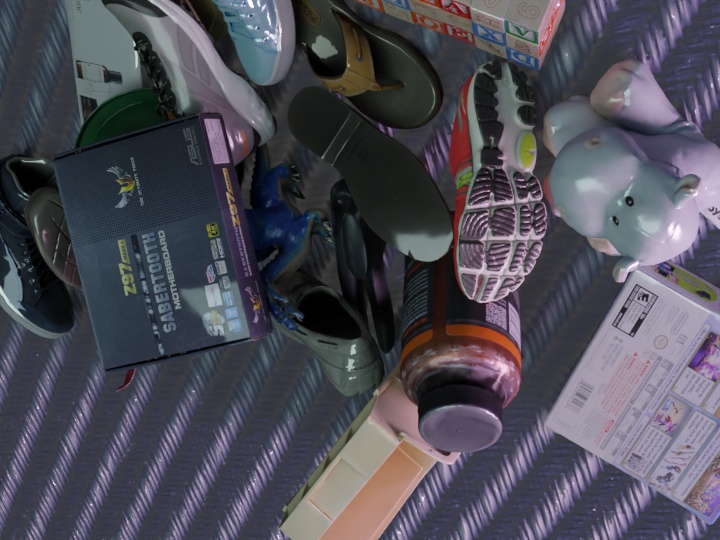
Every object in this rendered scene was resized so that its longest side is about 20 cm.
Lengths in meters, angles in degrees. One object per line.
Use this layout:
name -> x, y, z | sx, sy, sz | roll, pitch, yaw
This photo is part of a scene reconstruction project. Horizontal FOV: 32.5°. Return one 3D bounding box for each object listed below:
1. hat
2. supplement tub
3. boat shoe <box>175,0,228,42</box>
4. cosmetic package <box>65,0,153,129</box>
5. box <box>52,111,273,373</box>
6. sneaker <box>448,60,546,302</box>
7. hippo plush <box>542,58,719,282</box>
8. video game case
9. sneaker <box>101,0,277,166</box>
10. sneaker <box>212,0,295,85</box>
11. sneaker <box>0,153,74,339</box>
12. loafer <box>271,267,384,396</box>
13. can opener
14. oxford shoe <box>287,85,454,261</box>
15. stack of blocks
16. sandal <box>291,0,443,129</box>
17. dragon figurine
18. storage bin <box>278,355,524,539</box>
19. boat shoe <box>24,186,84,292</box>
hat -> -0.182, -0.038, 1.142 | 0.163, 0.177, 0.202 | -15, 132, 3
supplement tub -> 0.086, 0.053, 1.067 | 0.105, 0.202, 0.108 | 3, 140, 3
boat shoe -> -0.153, -0.293, 1.086 | 0.072, 0.063, 0.203 | 10, 122, 21
cosmetic package -> -0.232, -0.207, 1.183 | 0.081, 0.051, 0.203 | 11, 122, 20
box -> -0.176, -0.023, 1.090 | 0.156, 0.051, 0.203 | -12, 92, 22
sneaker -> 0.108, -0.072, 1.037 | 0.076, 0.085, 0.203 | 7, 83, -17
hippo plush -> 0.215, -0.050, 0.977 | 0.199, 0.161, 0.160 | 35, 127, 4
video game case -> 0.286, 0.106, 1.105 | 0.180, 0.045, 0.202 | 31, 127, 10
sneaker -> -0.162, -0.175, 1.105 | 0.200, 0.079, 0.074 | 48, 163, -18
sneaker -> -0.112, -0.246, 1.048 | 0.073, 0.081, 0.203 | 22, 131, 43
sneaker -> -0.344, -0.028, 1.326 | 0.145, 0.077, 0.204 | -22, 105, 37
loafer -> -0.039, 0.040, 1.170 | 0.200, 0.069, 0.071 | 41, 147, 47
can opener -> 0.000, 0.000, 1.181 | 0.063, 0.079, 0.202 | 19, 137, 25
oxford shoe -> 0.021, -0.086, 1.090 | 0.071, 0.071, 0.201 | -46, 68, 15
stack of blocks -> 0.060, -0.237, 0.973 | 0.198, 0.115, 0.059 | 23, 84, 12
sandal -> -0.016, -0.195, 1.078 | 0.200, 0.055, 0.082 | 45, 126, -2
dragon figurine -> -0.091, -0.045, 1.136 | 0.201, 0.099, 0.059 | 58, 170, 16
storage bin -> 0.036, 0.164, 1.170 | 0.093, 0.199, 0.201 | 39, 128, 5
boat shoe -> -0.294, -0.020, 1.267 | 0.073, 0.075, 0.201 | 26, 159, 31
